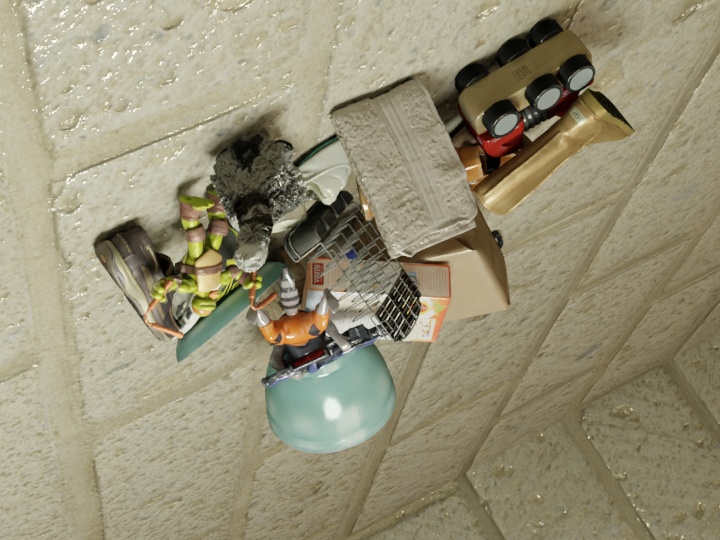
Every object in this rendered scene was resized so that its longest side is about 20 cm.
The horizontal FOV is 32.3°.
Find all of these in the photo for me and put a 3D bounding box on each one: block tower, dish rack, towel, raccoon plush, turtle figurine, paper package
[{"bbox_3d":[-0.104,0.030,1.811,0.054,0.058,0.201,-21,154,-28],"label":"block tower"},{"bbox_3d":[0.000,0.000,1.603,0.054,0.201,0.154,-31,-168,31],"label":"dish rack"},{"bbox_3d":[0.056,-0.124,1.515,0.131,0.202,0.034,-24,177,-22],"label":"towel"},{"bbox_3d":[-0.115,-0.060,1.443,0.096,0.202,0.134,0,150,20],"label":"raccoon plush"},{"bbox_3d":[-0.181,-0.012,1.504,0.198,0.064,0.163,-9,112,-40],"label":"turtle figurine"},{"bbox_3d":[0.102,-0.010,1.810,0.188,0.105,0.200,-12,149,15],"label":"paper package"}]

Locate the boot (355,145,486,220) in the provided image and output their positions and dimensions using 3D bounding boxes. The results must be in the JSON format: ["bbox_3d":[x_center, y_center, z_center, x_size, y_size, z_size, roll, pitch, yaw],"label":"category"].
[{"bbox_3d":[0.079,-0.122,1.589,0.153,0.075,0.200,-7,-163,15],"label":"boot"}]

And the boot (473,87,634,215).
[{"bbox_3d":[0.259,-0.155,1.671,0.200,0.066,0.175,-42,156,20],"label":"boot"}]

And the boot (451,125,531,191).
[{"bbox_3d":[0.169,-0.135,1.806,0.199,0.077,0.155,-2,142,-48],"label":"boot"}]

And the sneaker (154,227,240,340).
[{"bbox_3d":[-0.201,0.023,1.629,0.200,0.075,0.084,-44,157,26],"label":"sneaker"}]

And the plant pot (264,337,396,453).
[{"bbox_3d":[-0.055,0.148,1.830,0.199,0.200,0.135,-27,132,-16],"label":"plant pot"}]

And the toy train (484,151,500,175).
[{"bbox_3d":[0.098,-0.126,1.712,0.198,0.034,0.046,-17,137,10],"label":"toy train"}]

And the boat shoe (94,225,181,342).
[{"bbox_3d":[-0.252,0.018,1.519,0.073,0.075,0.201,-37,149,-10],"label":"boat shoe"}]

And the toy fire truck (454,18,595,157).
[{"bbox_3d":[0.219,-0.222,1.669,0.175,0.129,0.200,-31,149,-4],"label":"toy fire truck"}]

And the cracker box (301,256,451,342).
[{"bbox_3d":[0.019,0.042,1.735,0.197,0.058,0.134,3,151,-6],"label":"cracker box"}]

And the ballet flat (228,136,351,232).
[{"bbox_3d":[-0.071,-0.097,1.567,0.199,0.070,0.070,-32,159,-4],"label":"ballet flat"}]

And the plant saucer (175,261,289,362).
[{"bbox_3d":[-0.179,0.050,1.690,0.200,0.027,0.200,-40,-176,3],"label":"plant saucer"}]

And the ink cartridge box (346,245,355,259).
[{"bbox_3d":[0.050,-0.015,1.951,0.196,0.044,0.200,-38,160,13],"label":"ink cartridge box"}]

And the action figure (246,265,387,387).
[{"bbox_3d":[-0.057,0.069,1.667,0.198,0.105,0.194,-21,157,-5],"label":"action figure"}]

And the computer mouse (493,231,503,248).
[{"bbox_3d":[0.198,-0.042,2.112,0.059,0.034,0.199,-44,157,23],"label":"computer mouse"}]
